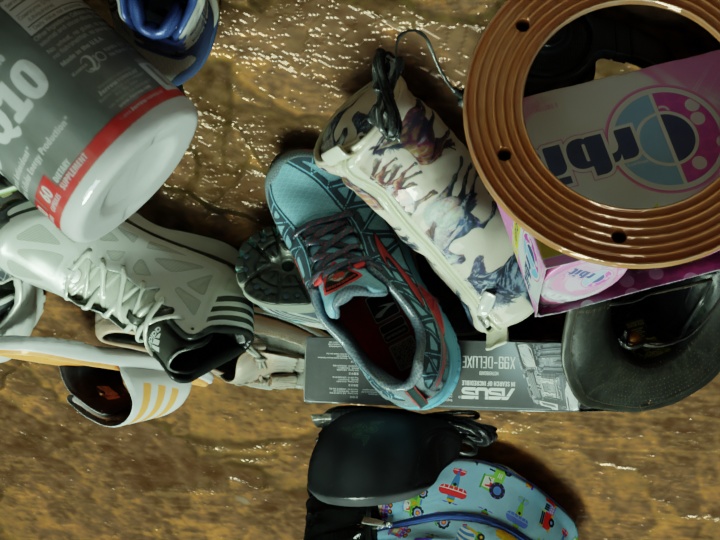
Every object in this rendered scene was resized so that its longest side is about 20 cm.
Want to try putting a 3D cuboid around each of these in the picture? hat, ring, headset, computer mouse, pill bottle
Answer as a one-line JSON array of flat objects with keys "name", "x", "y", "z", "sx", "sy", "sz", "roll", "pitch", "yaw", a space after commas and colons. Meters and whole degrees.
[{"name": "hat", "x": 0.190, "y": -0.007, "z": 1.593, "sx": 0.200, "sy": 0.081, "sz": 0.201, "roll": -20, "pitch": 131, "yaw": -25}, {"name": "ring", "x": 0.159, "y": -0.094, "z": 1.400, "sx": 0.199, "sy": 0.201, "sz": 0.019, "roll": 10, "pitch": 161, "yaw": 6}, {"name": "headset", "x": 0.102, "y": -0.103, "z": 1.490, "sx": 0.199, "sy": 0.094, "sz": 0.124, "roll": 10, "pitch": 146, "yaw": -14}, {"name": "computer mouse", "x": 0.015, "y": 0.117, "z": 1.696, "sx": 0.138, "sy": 0.200, "sz": 0.053, "roll": -1, "pitch": 99, "yaw": 13}, {"name": "pill bottle", "x": -0.207, "y": -0.123, "z": 1.493, "sx": 0.200, "sy": 0.114, "sz": 0.114, "roll": 42, "pitch": 145, "yaw": 10}]

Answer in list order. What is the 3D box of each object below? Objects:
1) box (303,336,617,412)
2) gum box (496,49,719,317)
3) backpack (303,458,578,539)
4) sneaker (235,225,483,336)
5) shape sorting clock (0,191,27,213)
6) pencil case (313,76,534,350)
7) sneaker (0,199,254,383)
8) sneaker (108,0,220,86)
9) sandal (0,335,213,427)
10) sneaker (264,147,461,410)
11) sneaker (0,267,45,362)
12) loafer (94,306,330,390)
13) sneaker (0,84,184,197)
[{"name": "box", "x": 0.078, "y": 0.073, "z": 1.710, "sx": 0.199, "sy": 0.050, "sz": 0.158, "roll": 1, "pitch": 178, "yaw": 17}, {"name": "gum box", "x": 0.184, "y": -0.058, "z": 1.444, "sx": 0.199, "sy": 0.114, "sz": 0.066, "roll": -14, "pitch": 153, "yaw": -8}, {"name": "backpack", "x": 0.068, "y": 0.239, "z": 1.935, "sx": 0.199, "sy": 0.135, "sz": 0.182, "roll": -20, "pitch": 133, "yaw": 35}, {"name": "sneaker", "x": 0.015, "y": 0.009, "z": 1.709, "sx": 0.199, "sy": 0.078, "sz": 0.086, "roll": 9, "pitch": 164, "yaw": 8}, {"name": "shape sorting clock", "x": -0.278, "y": -0.073, "z": 1.627, "sx": 0.199, "sy": 0.039, "sz": 0.200, "roll": -22, "pitch": 150, "yaw": -14}, {"name": "pencil case", "x": 0.052, "y": -0.041, "z": 1.586, "sx": 0.078, "sy": 0.090, "sz": 0.200, "roll": -23, "pitch": 126, "yaw": 34}, {"name": "sneaker", "x": -0.160, "y": 0.013, "z": 1.684, "sx": 0.200, "sy": 0.116, "sz": 0.076, "roll": 13, "pitch": 120, "yaw": -24}, {"name": "sneaker", "x": -0.128, "y": -0.167, "z": 1.487, "sx": 0.075, "sy": 0.089, "sz": 0.200, "roll": 10, "pitch": 146, "yaw": 2}, {"name": "sandal", "x": -0.200, "y": 0.087, "z": 1.817, "sx": 0.079, "sy": 0.060, "sz": 0.206, "roll": 3, "pitch": 174, "yaw": 41}, {"name": "sneaker", "x": 0.000, "y": 0.000, "z": 1.602, "sx": 0.079, "sy": 0.200, "sz": 0.095, "roll": -36, "pitch": 171, "yaw": 10}, {"name": "sneaker", "x": -0.277, "y": 0.021, "z": 1.800, "sx": 0.076, "sy": 0.081, "sz": 0.200, "roll": 14, "pitch": 146, "yaw": -2}, {"name": "loafer", "x": -0.106, "y": 0.059, "z": 1.807, "sx": 0.199, "sy": 0.063, "sz": 0.072, "roll": 21, "pitch": 143, "yaw": -10}, {"name": "sneaker", "x": -0.212, "y": -0.077, "z": 1.585, "sx": 0.199, "sy": 0.077, "sz": 0.089, "roll": -17, "pitch": 157, "yaw": -20}]
